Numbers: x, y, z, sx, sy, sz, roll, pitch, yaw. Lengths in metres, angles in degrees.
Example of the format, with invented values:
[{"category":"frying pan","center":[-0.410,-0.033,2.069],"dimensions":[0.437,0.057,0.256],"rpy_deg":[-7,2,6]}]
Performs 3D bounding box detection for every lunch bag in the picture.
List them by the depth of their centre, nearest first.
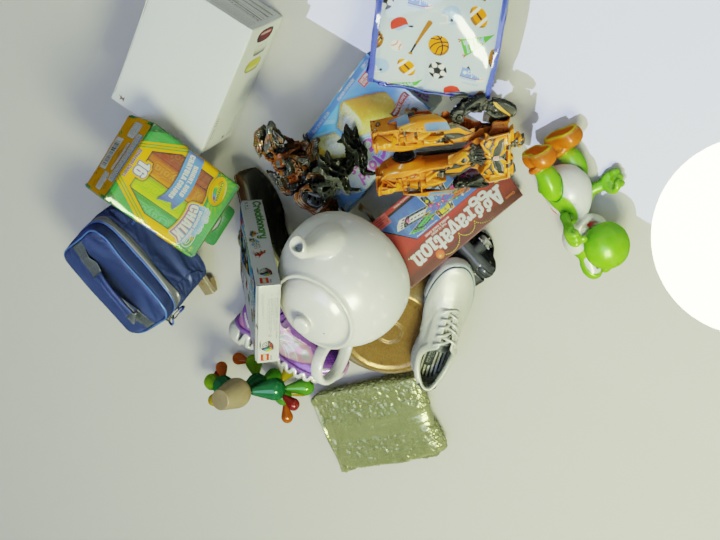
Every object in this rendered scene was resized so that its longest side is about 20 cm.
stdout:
[{"category":"lunch bag","center":[0.098,-0.322,1.240],"dimensions":[0.167,0.124,0.203],"rpy_deg":[8,109,2]},{"category":"lunch bag","center":[-0.342,0.001,1.514],"dimensions":[0.201,0.133,0.135],"rpy_deg":[50,139,-11]}]

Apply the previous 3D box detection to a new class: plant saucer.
[{"category":"plant saucer","center":[0.042,0.081,1.455],"dimensions":[0.197,0.036,0.203],"rpy_deg":[2,125,3]}]

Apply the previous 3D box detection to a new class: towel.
[{"category":"towel","center":[0.027,0.236,1.559],"dimensions":[0.197,0.037,0.150],"rpy_deg":[-16,105,25]}]

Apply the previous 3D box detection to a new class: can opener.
[{"category":"can opener","center":[0.117,-0.066,1.383],"dimensions":[0.078,0.063,0.201],"rpy_deg":[-37,95,15]}]

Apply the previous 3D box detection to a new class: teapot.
[{"category":"teapot","center":[-0.039,0.034,1.315],"dimensions":[0.200,0.146,0.197],"rpy_deg":[48,143,-9]}]

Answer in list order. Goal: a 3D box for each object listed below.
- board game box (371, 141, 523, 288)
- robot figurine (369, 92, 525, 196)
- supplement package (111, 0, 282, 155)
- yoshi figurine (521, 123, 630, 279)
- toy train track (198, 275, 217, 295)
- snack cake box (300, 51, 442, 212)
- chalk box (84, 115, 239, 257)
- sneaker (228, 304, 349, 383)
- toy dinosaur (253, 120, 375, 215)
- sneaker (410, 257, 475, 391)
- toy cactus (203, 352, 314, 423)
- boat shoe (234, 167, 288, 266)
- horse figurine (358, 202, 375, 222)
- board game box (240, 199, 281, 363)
[{"category":"board game box","center":[0.112,-0.079,1.343],"dimensions":[0.199,0.019,0.103],"rpy_deg":[-40,94,-5]},{"category":"robot figurine","center":[0.114,-0.152,1.279],"dimensions":[0.196,0.059,0.146],"rpy_deg":[-6,133,3]},{"category":"supplement package","center":[-0.228,-0.296,1.386],"dimensions":[0.155,0.111,0.201],"rpy_deg":[32,119,5]},{"category":"yoshi figurine","center":[0.293,-0.081,1.292],"dimensions":[0.111,0.112,0.202],"rpy_deg":[-22,106,19]},{"category":"toy train track","center":[-0.281,-0.051,1.549],"dimensions":[0.114,0.033,0.201],"rpy_deg":[-13,116,44]},{"category":"snack cake box","center":[0.004,-0.192,1.370],"dimensions":[0.115,0.067,0.200],"rpy_deg":[41,119,1]},{"category":"chalk box","center":[-0.263,-0.108,1.410],"dimensions":[0.199,0.124,0.126],"rpy_deg":[35,86,-31]},{"category":"sneaker","center":[-0.104,0.097,1.523],"dimensions":[0.198,0.081,0.089],"rpy_deg":[26,119,9]},{"category":"toy dinosaur","center":[-0.055,-0.126,1.346],"dimensions":[0.199,0.103,0.135],"rpy_deg":[32,140,-29]},{"category":"sneaker","center":[0.119,0.080,1.385],"dimensions":[0.072,0.071,0.202],"rpy_deg":[5,122,-10]},{"category":"toy cactus","center":[-0.175,0.189,1.539],"dimensions":[0.197,0.165,0.104],"rpy_deg":[12,102,24]},{"category":"boat shoe","center":[-0.149,-0.049,1.483],"dimensions":[0.073,0.076,0.203],"rpy_deg":[-11,107,27]},{"category":"horse figurine","center":[0.000,0.000,1.458],"dimensions":[0.132,0.050,0.200],"rpy_deg":[40,114,-9]},{"category":"board game box","center":[-0.138,0.011,1.358],"dimensions":[0.034,0.201,0.128],"rpy_deg":[-3,127,-12]}]
